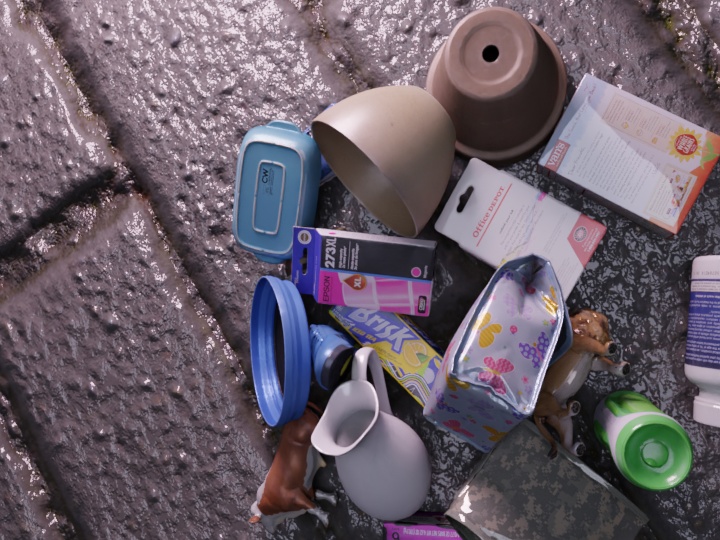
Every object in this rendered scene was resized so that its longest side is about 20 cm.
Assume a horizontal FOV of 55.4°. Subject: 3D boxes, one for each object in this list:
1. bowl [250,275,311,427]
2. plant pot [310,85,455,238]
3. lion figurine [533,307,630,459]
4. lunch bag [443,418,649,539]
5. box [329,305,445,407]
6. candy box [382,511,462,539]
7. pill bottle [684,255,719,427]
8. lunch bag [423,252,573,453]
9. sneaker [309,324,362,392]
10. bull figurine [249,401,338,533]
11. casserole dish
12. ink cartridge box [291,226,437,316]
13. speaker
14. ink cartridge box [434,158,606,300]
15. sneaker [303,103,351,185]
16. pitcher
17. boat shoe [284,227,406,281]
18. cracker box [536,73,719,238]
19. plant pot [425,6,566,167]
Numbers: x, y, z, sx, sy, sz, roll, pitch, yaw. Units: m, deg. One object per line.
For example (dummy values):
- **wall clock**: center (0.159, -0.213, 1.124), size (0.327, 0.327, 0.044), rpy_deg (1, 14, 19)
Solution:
- **bowl**: center (-0.112, 0.109, 0.942), size (0.039, 0.200, 0.205), rpy_deg (-2, 86, -22)
- **plant pot**: center (0.048, -0.163, 0.905), size (0.200, 0.201, 0.134), rpy_deg (44, 81, 12)
- **lion figurine**: center (0.260, 0.135, 0.861), size (0.072, 0.122, 0.201), rpy_deg (44, 79, -22)
- **lunch bag**: center (0.221, 0.307, 0.860), size (0.199, 0.118, 0.164), rpy_deg (41, 72, 10)
- **box**: center (0.052, 0.101, 0.958), size (0.200, 0.064, 0.070), rpy_deg (44, 97, 12)
- **candy box**: center (0.100, 0.439, 0.931), size (0.134, 0.061, 0.204), rpy_deg (-2, 87, 13)
- **pill bottle**: center (0.458, 0.087, 0.836), size (0.109, 0.111, 0.204), rpy_deg (5, 88, 14)
- **lunch bag**: center (0.175, 0.096, 0.838), size (0.126, 0.170, 0.202), rpy_deg (25, 61, 7)
- **sneaker**: center (-0.048, 0.109, 0.911), size (0.078, 0.200, 0.067), rpy_deg (31, 91, 6)
- **bull figurine**: center (-0.085, 0.293, 0.982), size (0.119, 0.065, 0.203), rpy_deg (16, 93, 10)
- **casserole dish**: center (-0.120, -0.102, 0.941), size (0.119, 0.039, 0.204), rpy_deg (12, 107, 9)
- **ink cartridge box**: center (0.000, 0.000, 0.911), size (0.196, 0.037, 0.096), rpy_deg (7, 107, 10)
- **speaker**: center (0.329, 0.196, 0.814), size (0.087, 0.200, 0.090), rpy_deg (0, 89, 12)
- **ink cartridge box**: center (0.211, -0.053, 0.925), size (0.198, 0.067, 0.118), rpy_deg (32, 94, 11)
- **sneaker**: center (-0.083, -0.155, 0.984), size (0.078, 0.089, 0.201), rpy_deg (39, 95, 27)
- **pitcher**: center (0.024, 0.219, 0.906), size (0.119, 0.201, 0.173), rpy_deg (-6, 44, 28)
- **boat shoe**: center (-0.019, -0.027, 0.978), size (0.199, 0.075, 0.076), rpy_deg (-14, 78, 13)
- **cracker box**: center (0.350, -0.150, 0.902), size (0.198, 0.058, 0.135), rpy_deg (30, 94, 12)
- **plant pot**: center (0.171, -0.250, 0.891), size (0.196, 0.174, 0.204), rpy_deg (0, 88, 14)
